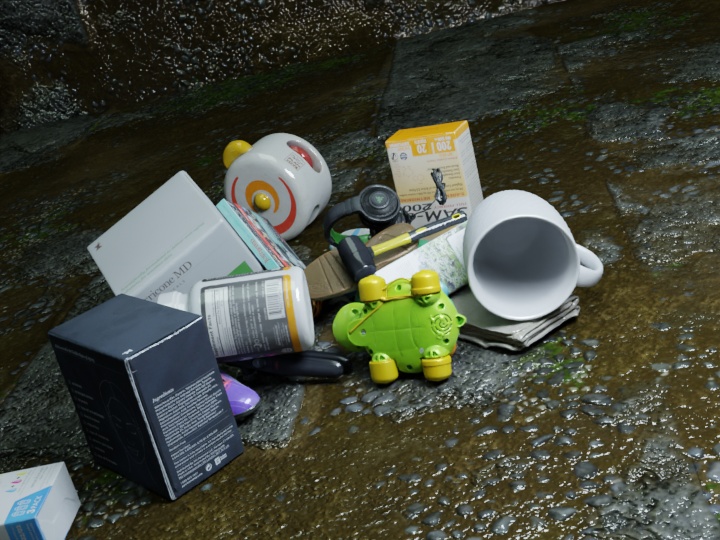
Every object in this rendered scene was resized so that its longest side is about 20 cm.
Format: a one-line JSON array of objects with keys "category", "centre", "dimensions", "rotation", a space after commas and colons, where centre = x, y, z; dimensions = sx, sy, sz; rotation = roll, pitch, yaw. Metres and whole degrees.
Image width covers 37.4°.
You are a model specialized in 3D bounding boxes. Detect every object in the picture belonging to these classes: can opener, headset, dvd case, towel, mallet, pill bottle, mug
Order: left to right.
[{"category": "pill bottle", "centre": [-0.168, 0.064, 1.442], "dimensions": [0.199, 0.117, 0.117], "rotation": [-9, 23, 2]}, {"category": "dvd case", "centre": [-0.145, -0.040, 1.692], "dimensions": [0.022, 0.146, 0.200], "rotation": [-42, -14, 8]}, {"category": "can opener", "centre": [-0.108, 0.124, 1.491], "dimensions": [0.199, 0.079, 0.063], "rotation": [10, 24, 30]}, {"category": "headset", "centre": [0.037, -0.094, 1.642], "dimensions": [0.199, 0.124, 0.094], "rotation": [-15, 62, 13]}, {"category": "mallet", "centre": [0.068, -0.038, 1.554], "dimensions": [0.199, 0.041, 0.066], "rotation": [-15, 59, -8]}, {"category": "towel", "centre": [0.196, 0.058, 1.481], "dimensions": [0.132, 0.035, 0.200], "rotation": [-27, 24, -29]}, {"category": "mug", "centre": [0.235, -0.027, 1.449], "dimensions": [0.199, 0.148, 0.176], "rotation": [16, 21, -5]}]

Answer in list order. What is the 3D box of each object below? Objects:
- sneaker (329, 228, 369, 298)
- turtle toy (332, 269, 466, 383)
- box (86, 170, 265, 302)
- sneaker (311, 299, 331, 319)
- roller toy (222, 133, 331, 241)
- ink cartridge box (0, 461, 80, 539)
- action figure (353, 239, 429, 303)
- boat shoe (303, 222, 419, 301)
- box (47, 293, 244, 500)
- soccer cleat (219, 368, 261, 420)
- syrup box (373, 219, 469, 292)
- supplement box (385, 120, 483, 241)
[{"category": "sneaker", "centre": [-0.004, -0.021, 1.738], "dimensions": [0.080, 0.077, 0.200], "rotation": [-14, 24, 3]}, {"category": "turtle toy", "centre": [0.049, 0.073, 1.428], "dimensions": [0.199, 0.147, 0.101], "rotation": [-6, 4, 24]}, {"category": "box", "centre": [-0.274, -0.004, 1.637], "dimensions": [0.199, 0.172, 0.200], "rotation": [-40, 38, -5]}, {"category": "sneaker", "centre": [-0.102, 0.066, 1.619], "dimensions": [0.077, 0.079, 0.200], "rotation": [34, 46, 30]}, {"category": "roller toy", "centre": [-0.158, -0.156, 2.003], "dimensions": [0.181, 0.201, 0.140], "rotation": [3, 29, 25]}, {"category": "ink cartridge box", "centre": [-0.453, 0.305, 1.277], "dimensions": [0.199, 0.068, 0.115], "rotation": [-13, 22, 8]}, {"category": "action figure", "centre": [0.044, 0.020, 1.640], "dimensions": [0.117, 0.055, 0.200], "rotation": [-1, 34, 29]}, {"category": "boat shoe", "centre": [0.000, 0.000, 1.595], "dimensions": [0.199, 0.065, 0.072], "rotation": [-24, 63, -8]}, {"category": "box", "centre": [-0.272, 0.153, 1.346], "dimensions": [0.124, 0.198, 0.199], "rotation": [-32, 28, -35]}, {"category": "soccer cleat", "centre": [-0.212, 0.155, 1.464], "dimensions": [0.068, 0.074, 0.199], "rotation": [-30, 26, -34]}, {"category": "syrup box", "centre": [0.107, 0.003, 1.552], "dimensions": [0.199, 0.079, 0.081], "rotation": [-30, -5, -19]}, {"category": "supplement box", "centre": [0.128, -0.134, 1.752], "dimensions": [0.125, 0.201, 0.074], "rotation": [-5, 21, 26]}]
